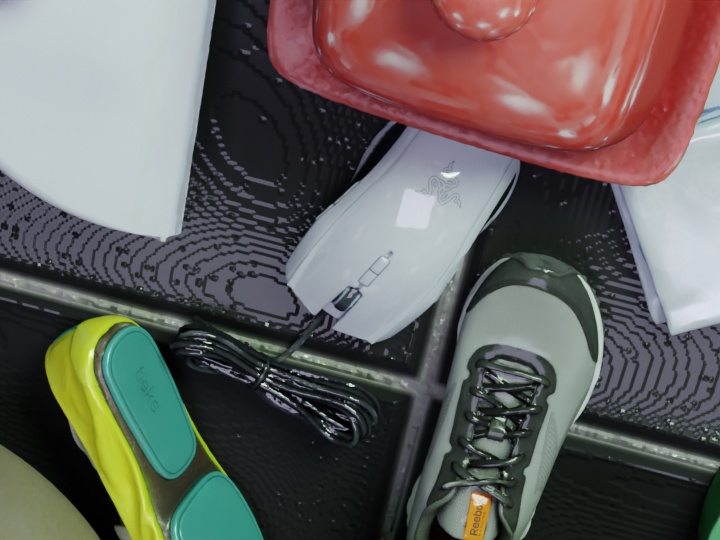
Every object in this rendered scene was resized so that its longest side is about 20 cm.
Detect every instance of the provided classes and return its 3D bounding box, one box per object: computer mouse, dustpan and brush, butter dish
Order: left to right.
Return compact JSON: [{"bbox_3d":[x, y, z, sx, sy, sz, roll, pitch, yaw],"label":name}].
[{"bbox_3d":[-0.172,-0.100,0.937,0.200,0.057,0.140,10,107,-2],"label":"dustpan and brush"},{"bbox_3d":[0.000,0.000,0.955,0.110,0.044,0.200,34,118,-7],"label":"computer mouse"},{"bbox_3d":[0.059,-0.130,0.806,0.200,0.148,0.200,17,113,5],"label":"butter dish"}]

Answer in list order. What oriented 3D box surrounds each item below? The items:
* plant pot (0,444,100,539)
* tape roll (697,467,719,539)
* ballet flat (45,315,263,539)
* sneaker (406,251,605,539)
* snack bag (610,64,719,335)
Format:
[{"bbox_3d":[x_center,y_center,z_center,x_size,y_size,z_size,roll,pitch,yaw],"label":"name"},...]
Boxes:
[{"bbox_3d":[-0.194,0.195,1.026,0.134,0.200,0.200,28,122,-34],"label":"plant pot"},{"bbox_3d":[0.268,0.151,0.981,0.200,0.048,0.201,4,118,8],"label":"tape roll"},{"bbox_3d":[-0.107,0.112,1.030,0.067,0.067,0.200,-8,114,38],"label":"ballet flat"},{"bbox_3d":[0.069,0.083,0.966,0.074,0.079,0.200,16,117,4],"label":"sneaker"},{"bbox_3d":[0.197,-0.077,0.892,0.188,0.021,0.200,-14,114,17],"label":"snack bag"}]
